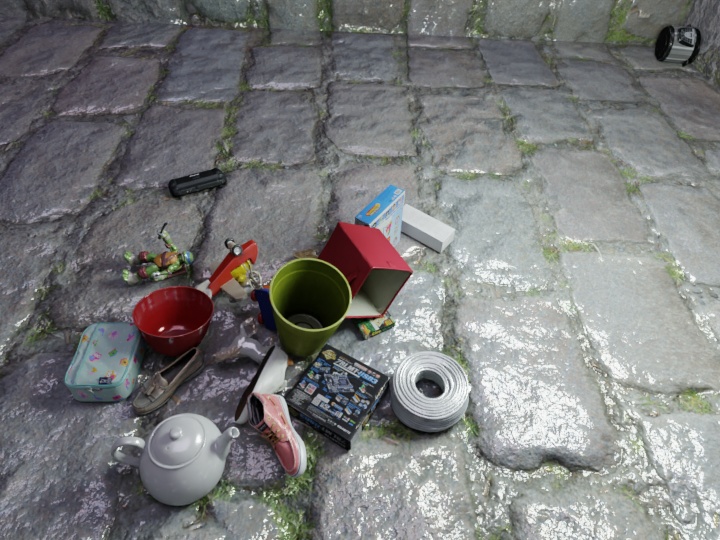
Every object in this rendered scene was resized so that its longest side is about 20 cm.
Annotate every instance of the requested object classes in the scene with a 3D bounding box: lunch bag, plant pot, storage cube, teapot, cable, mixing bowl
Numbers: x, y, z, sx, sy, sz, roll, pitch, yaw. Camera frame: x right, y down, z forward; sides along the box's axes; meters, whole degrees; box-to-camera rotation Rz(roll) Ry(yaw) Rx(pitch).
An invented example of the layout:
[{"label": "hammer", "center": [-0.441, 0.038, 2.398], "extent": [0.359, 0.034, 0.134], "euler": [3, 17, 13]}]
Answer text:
[{"label": "lunch bag", "center": [-0.625, 0.222, 1.321], "extent": [0.155, 0.078, 0.203], "euler": [2, 45, -2]}, {"label": "plant pot", "center": [-0.134, 0.112, 1.336], "extent": [0.194, 0.195, 0.205], "euler": [7, 52, -9]}, {"label": "storage cube", "center": [0.000, 0.000, 1.437], "extent": [0.197, 0.173, 0.181], "euler": [5, 39, -46]}, {"label": "teapot", "center": [-0.383, 0.379, 1.135], "extent": [0.195, 0.149, 0.199], "euler": [30, 51, 25]}, {"label": "cable", "center": [0.168, 0.292, 1.314], "extent": [0.195, 0.070, 0.202], "euler": [17, 47, 13]}, {"label": "mixing bowl", "center": [-0.473, 0.144, 1.376], "extent": [0.193, 0.111, 0.202], "euler": [5, 33, -3]}]

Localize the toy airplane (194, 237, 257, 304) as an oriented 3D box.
[{"label": "toy airplane", "center": [-0.366, 0.028, 1.509], "extent": [0.195, 0.141, 0.204], "euler": [-22, 46, 29]}]

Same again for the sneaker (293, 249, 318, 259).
[{"label": "sneaker", "center": [-0.147, 0.006, 1.586], "extent": [0.068, 0.112, 0.200], "euler": [-15, 17, -15]}]

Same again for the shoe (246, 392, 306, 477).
[{"label": "shoe", "center": [-0.190, 0.360, 1.187], "extent": [0.090, 0.071, 0.202], "euler": [26, 27, -48]}]

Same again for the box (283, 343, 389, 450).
[{"label": "box", "center": [-0.057, 0.299, 1.307], "extent": [0.196, 0.051, 0.199], "euler": [24, 48, 20]}]

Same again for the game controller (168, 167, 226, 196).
[{"label": "game controller", "center": [-0.572, -0.310, 1.887], "extent": [0.195, 0.043, 0.104], "euler": [-20, 35, -23]}]

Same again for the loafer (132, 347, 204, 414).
[{"label": "loafer", "center": [-0.468, 0.260, 1.305], "extent": [0.071, 0.064, 0.199], "euler": [32, 51, 25]}]

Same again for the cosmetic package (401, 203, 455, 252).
[{"label": "cosmetic package", "center": [0.203, -0.139, 1.756], "extent": [0.197, 0.052, 0.082], "euler": [32, 49, 25]}]

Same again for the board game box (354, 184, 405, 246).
[{"label": "board game box", "center": [0.055, -0.122, 1.626], "extent": [0.055, 0.199, 0.200], "euler": [26, 48, 22]}]

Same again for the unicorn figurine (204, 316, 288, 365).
[{"label": "unicorn figurine", "center": [-0.284, 0.194, 1.375], "extent": [0.194, 0.075, 0.139], "euler": [15, 45, 11]}]

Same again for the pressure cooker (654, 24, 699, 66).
[{"label": "pressure cooker", "center": [1.665, -1.175, 2.800], "extent": [0.193, 0.179, 0.181], "euler": [7, 41, 2]}]

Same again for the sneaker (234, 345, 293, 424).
[{"label": "sneaker", "center": [-0.224, 0.287, 1.294], "extent": [0.084, 0.072, 0.203], "euler": [39, 63, -19]}]

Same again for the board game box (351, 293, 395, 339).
[{"label": "board game box", "center": [0.007, 0.101, 1.527], "extent": [0.103, 0.024, 0.201], "euler": [-21, 50, -20]}]

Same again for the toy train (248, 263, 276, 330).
[{"label": "toy train", "center": [-0.232, 0.046, 1.443], "extent": [0.083, 0.205, 0.116], "euler": [6, 31, 31]}]

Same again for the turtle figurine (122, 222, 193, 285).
[{"label": "turtle figurine", "center": [-0.586, -0.041, 1.519], "extent": [0.188, 0.148, 0.200], "euler": [-14, 1, 7]}]
